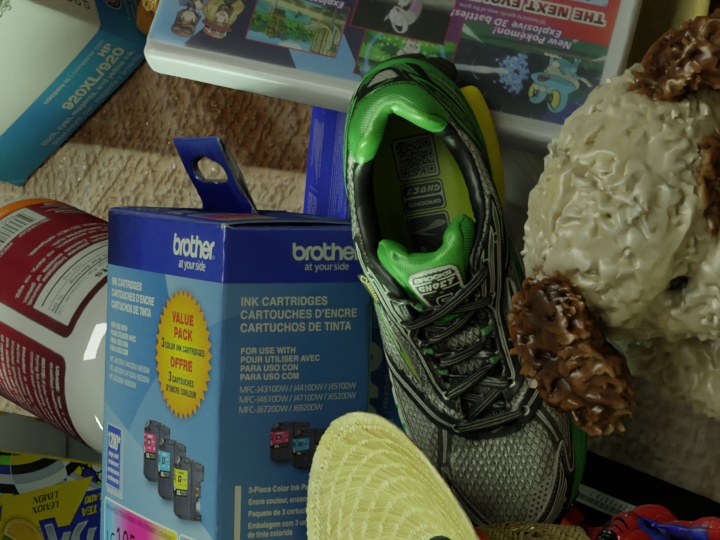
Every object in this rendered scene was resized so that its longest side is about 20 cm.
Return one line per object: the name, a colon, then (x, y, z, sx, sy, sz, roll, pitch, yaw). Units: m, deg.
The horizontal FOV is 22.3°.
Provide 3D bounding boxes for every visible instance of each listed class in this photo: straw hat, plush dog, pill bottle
straw hat: (0.055, 0.140, 0.689, 0.201, 0.085, 0.201, 168, 90, -68)
plush dog: (0.131, -0.019, 0.700, 0.160, 0.172, 0.200, 26, 95, 42)
pill bottle: (-0.131, 0.037, 0.970, 0.200, 0.113, 0.113, 23, 94, 44)

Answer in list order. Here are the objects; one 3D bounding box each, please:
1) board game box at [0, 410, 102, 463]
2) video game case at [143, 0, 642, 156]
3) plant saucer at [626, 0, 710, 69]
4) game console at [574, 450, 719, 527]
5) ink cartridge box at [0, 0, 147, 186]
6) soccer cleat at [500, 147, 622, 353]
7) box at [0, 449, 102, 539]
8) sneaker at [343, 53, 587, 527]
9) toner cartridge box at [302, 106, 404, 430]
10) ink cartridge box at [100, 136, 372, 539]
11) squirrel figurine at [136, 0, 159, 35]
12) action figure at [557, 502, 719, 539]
board game box: (-0.241, 0.153, 1.045, 0.200, 0.103, 0.105, -17, 68, 38)
video game case: (0.027, -0.149, 0.790, 0.200, 0.023, 0.182, 13, 73, 10)
plant saucer: (0.066, -0.175, 0.831, 0.200, 0.048, 0.200, 10, 73, 10)
game console: (0.092, 0.183, 0.790, 0.200, 0.116, 0.176, 19, 62, 43)
ink cartridge box: (-0.256, -0.168, 1.080, 0.145, 0.200, 0.147, -40, 55, 28)
soccer cleat: (0.072, -0.031, 0.841, 0.069, 0.078, 0.200, -49, 30, 32)
box: (-0.170, 0.131, 0.919, 0.070, 0.200, 0.064, -20, 66, 37)
sneaker: (0.032, 0.016, 0.718, 0.078, 0.085, 0.200, -18, 96, 14)
toner cartridge box: (0.000, 0.000, 0.848, 0.095, 0.043, 0.200, -143, 57, -73)
ink cartridge box: (-0.057, 0.042, 0.809, 0.136, 0.076, 0.200, 7, 95, 61)
squirrel figurine: (-0.111, -0.200, 0.966, 0.200, 0.187, 0.142, 26, 96, 43)
action figure: (0.138, 0.128, 0.692, 0.200, 0.052, 0.065, 22, 67, 47)
